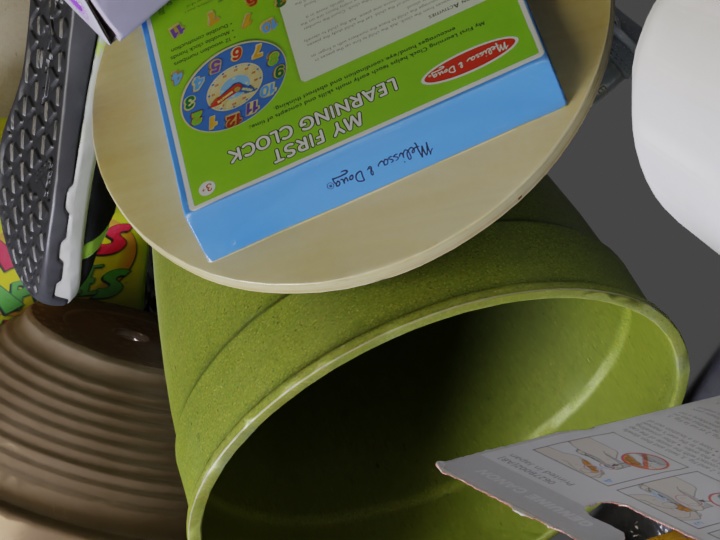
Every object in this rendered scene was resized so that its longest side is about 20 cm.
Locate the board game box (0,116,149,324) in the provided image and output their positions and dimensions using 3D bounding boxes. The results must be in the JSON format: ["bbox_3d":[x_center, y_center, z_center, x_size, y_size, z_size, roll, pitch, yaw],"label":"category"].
[{"bbox_3d":[-0.159,0.001,1.039,0.200,0.101,0.048,104,151,-56],"label":"board game box"}]

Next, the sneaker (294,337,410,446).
[{"bbox_3d":[-0.035,0.015,0.982,0.200,0.075,0.082,56,153,33],"label":"sneaker"}]

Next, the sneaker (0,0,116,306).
[{"bbox_3d":[-0.098,-0.074,0.901,0.072,0.083,0.201,47,130,50],"label":"sneaker"}]

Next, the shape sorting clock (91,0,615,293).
[{"bbox_3d":[-0.005,-0.078,0.768,0.200,0.200,0.039,38,167,39],"label":"shape sorting clock"}]

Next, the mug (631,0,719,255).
[{"bbox_3d":[0.177,-0.057,0.663,0.153,0.186,0.150,33,156,52],"label":"mug"}]

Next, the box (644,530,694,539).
[{"bbox_3d":[0.187,0.129,0.681,0.200,0.119,0.042,20,114,46],"label":"box"}]

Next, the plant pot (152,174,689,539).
[{"bbox_3d":[0.000,0.000,0.845,0.201,0.200,0.193,-59,42,40],"label":"plant pot"}]

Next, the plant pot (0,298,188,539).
[{"bbox_3d":[-0.118,0.073,0.993,0.201,0.200,0.093,29,107,44],"label":"plant pot"}]

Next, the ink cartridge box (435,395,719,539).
[{"bbox_3d":[0.146,0.086,0.656,0.161,0.200,0.050,22,116,47],"label":"ink cartridge box"}]

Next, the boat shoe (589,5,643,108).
[{"bbox_3d":[0.038,-0.141,0.844,0.065,0.074,0.202,-36,65,5],"label":"boat shoe"}]

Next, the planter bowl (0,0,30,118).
[{"bbox_3d":[-0.182,-0.113,1.065,0.200,0.134,0.201,15,110,48],"label":"planter bowl"}]

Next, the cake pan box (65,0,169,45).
[{"bbox_3d":[-0.078,-0.199,0.836,0.200,0.184,0.052,46,174,41],"label":"cake pan box"}]
